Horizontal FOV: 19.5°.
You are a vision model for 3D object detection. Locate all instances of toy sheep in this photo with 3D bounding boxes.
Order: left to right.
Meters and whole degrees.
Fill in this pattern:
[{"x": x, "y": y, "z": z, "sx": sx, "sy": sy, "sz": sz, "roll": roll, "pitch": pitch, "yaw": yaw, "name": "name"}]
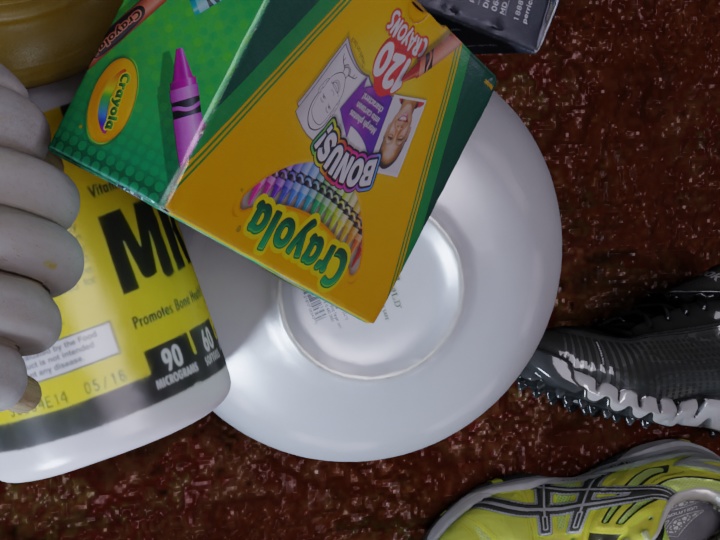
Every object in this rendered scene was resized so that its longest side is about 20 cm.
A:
[{"x": -0.161, "y": -0.013, "z": 0.757, "sx": 0.137, "sy": 0.138, "sz": 0.202, "roll": 5, "pitch": 79, "yaw": -25, "name": "toy sheep"}]

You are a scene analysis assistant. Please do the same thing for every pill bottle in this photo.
[{"x": -0.137, "y": -0.023, "z": 0.889, "sx": 0.114, "sy": 0.114, "sz": 0.202, "roll": -22, "pitch": 98, "yaw": -22, "name": "pill bottle"}]

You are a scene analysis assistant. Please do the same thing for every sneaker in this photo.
[{"x": 0.113, "y": 0.136, "z": 1.049, "sx": 0.199, "sy": 0.076, "sz": 0.076, "roll": -22, "pitch": 105, "yaw": -21, "name": "sneaker"}, {"x": 0.160, "y": 0.037, "z": 1.071, "sx": 0.199, "sy": 0.066, "sz": 0.091, "roll": 13, "pitch": 87, "yaw": -30, "name": "sneaker"}]

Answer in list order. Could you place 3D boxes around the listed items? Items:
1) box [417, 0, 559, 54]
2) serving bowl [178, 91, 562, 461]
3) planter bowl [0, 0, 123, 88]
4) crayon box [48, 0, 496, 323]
[{"x": -0.022, "y": -0.173, "z": 0.916, "sx": 0.199, "sy": 0.148, "sz": 0.105, "roll": 19, "pitch": 87, "yaw": -26, "name": "box"}, {"x": 0.000, "y": 0.000, "z": 0.954, "sx": 0.198, "sy": 0.066, "sz": 0.202, "roll": -2, "pitch": 107, "yaw": -7, "name": "serving bowl"}, {"x": -0.150, "y": -0.173, "z": 0.783, "sx": 0.198, "sy": 0.084, "sz": 0.202, "roll": 2, "pitch": 129, "yaw": 3, "name": "planter bowl"}, {"x": -0.026, "y": -0.062, "z": 0.810, "sx": 0.119, "sy": 0.058, "sz": 0.200, "roll": -63, "pitch": 154, "yaw": -1, "name": "crayon box"}]
